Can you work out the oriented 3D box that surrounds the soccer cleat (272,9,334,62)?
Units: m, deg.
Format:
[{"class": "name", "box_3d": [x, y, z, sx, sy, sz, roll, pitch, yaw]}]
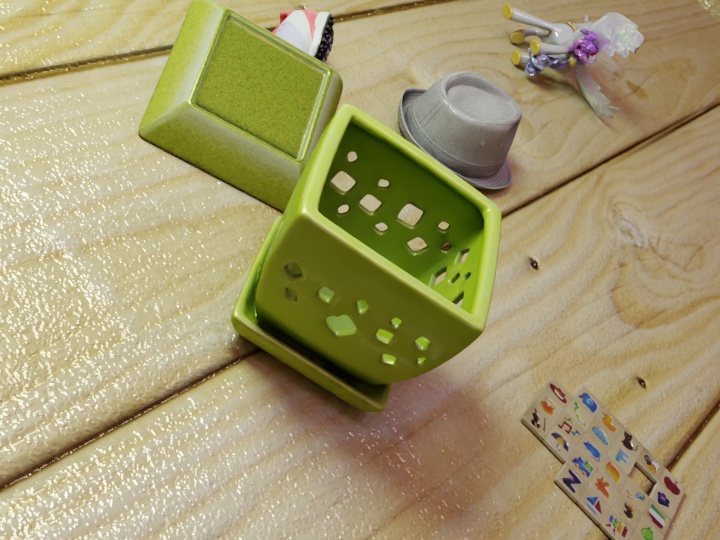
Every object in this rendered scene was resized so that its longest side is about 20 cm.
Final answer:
[{"class": "soccer cleat", "box_3d": [-0.088, -0.250, 1.361, 0.072, 0.069, 0.201, 11, 45, 9]}]

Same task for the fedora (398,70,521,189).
[{"class": "fedora", "box_3d": [0.145, -0.197, 1.484, 0.199, 0.090, 0.178, 6, 49, -39]}]

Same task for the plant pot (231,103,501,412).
[{"class": "plant pot", "box_3d": [0.000, 0.000, 1.069, 0.199, 0.182, 0.200, 32, 36, -11]}]

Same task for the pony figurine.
[{"class": "pony figurine", "box_3d": [0.340, -0.354, 1.800, 0.198, 0.167, 0.194, -4, 45, -25]}]

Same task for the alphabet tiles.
[{"class": "alphabet tiles", "box_3d": [0.264, 0.211, 1.241, 0.200, 0.008, 0.167, 45, 36, 6]}]

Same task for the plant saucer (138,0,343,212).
[{"class": "plant saucer", "box_3d": [-0.113, -0.187, 1.221, 0.199, 0.048, 0.201, 27, 57, -19]}]
